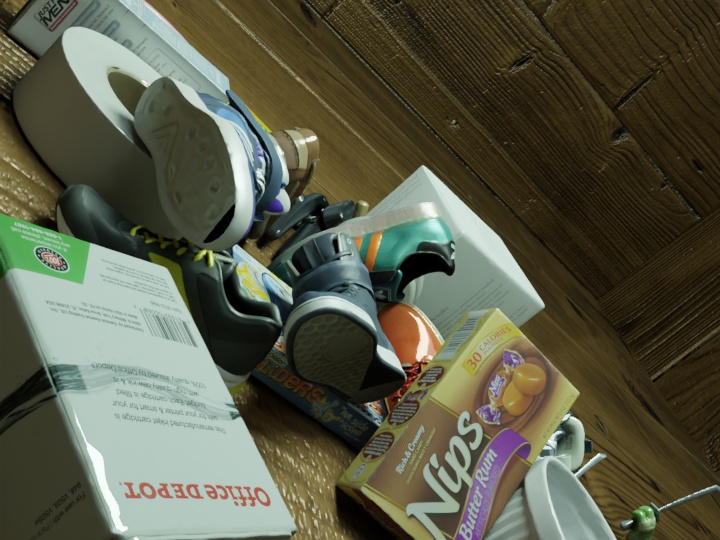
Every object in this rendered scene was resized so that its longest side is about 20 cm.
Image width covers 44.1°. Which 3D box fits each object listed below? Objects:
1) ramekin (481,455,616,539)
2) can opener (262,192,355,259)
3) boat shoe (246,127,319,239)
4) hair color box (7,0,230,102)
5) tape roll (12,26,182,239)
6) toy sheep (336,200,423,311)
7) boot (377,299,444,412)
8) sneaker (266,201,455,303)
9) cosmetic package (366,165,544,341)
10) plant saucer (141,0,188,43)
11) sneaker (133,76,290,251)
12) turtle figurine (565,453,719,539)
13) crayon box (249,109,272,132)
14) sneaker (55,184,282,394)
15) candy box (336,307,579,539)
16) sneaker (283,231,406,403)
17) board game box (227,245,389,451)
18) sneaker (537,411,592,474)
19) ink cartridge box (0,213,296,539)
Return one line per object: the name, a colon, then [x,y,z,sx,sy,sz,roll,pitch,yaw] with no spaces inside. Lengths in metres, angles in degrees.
ramekin: [0.168,0.277,0.782,0.200,0.105,0.200,50,18,-24]
can opener: [-0.070,-0.058,1.065,0.063,0.079,0.200,57,24,-1]
boat shoe: [-0.087,-0.087,0.902,0.076,0.072,0.200,65,-22,4]
hair color box: [-0.238,-0.215,0.899,0.200,0.099,0.061,40,18,-31]
tape roll: [-0.210,-0.123,0.808,0.202,0.071,0.203,44,16,-17]
toy sheep: [0.010,-0.003,1.018,0.138,0.138,0.200,45,10,-13]
boot: [0.055,0.110,0.859,0.107,0.075,0.200,58,14,-67]
sneaker: [0.000,0.000,0.890,0.071,0.200,0.080,73,-4,-66]
cosmetic package: [0.105,0.004,1.199,0.200,0.165,0.165,39,18,-37]
plant saucer: [-0.257,-0.259,1.046,0.201,0.051,0.201,45,16,-17]
sneaker: [-0.093,-0.069,0.718,0.146,0.081,0.200,28,20,-45]
turtle figurine: [0.244,0.261,0.975,0.194,0.200,0.144,24,12,-39]
crayon box: [-0.139,-0.145,1.096,0.126,0.052,0.200,45,15,-15]
sneaker: [-0.140,0.001,0.677,0.200,0.085,0.074,46,15,-11]
candy box: [0.087,0.144,0.765,0.117,0.200,0.056,45,-23,-12]
sneaker: [-0.031,0.022,0.753,0.202,0.077,0.146,55,12,-64]
board game box: [-0.055,0.074,0.828,0.200,0.034,0.135,40,17,-31]
sneaker: [0.188,0.192,0.985,0.199,0.129,0.080,20,67,-81]
ink cartridge box: [-0.141,0.080,0.483,0.147,0.083,0.200,25,27,-56]
